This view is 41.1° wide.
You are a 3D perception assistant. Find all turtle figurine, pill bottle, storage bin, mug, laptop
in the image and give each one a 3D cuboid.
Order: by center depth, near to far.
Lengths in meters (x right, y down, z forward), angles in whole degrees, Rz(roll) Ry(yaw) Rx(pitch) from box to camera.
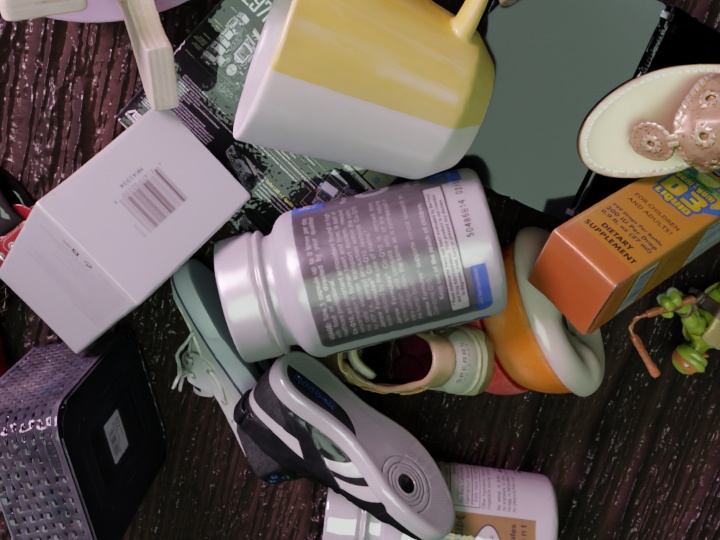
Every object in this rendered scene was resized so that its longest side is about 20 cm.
[{"bbox_3d":[0.013,-0.138,0.651,0.153,0.187,0.150,20,76,-14],"label":"mug"},{"bbox_3d":[0.000,0.000,0.716,0.200,0.114,0.114,-14,105,2],"label":"pill bottle"},{"bbox_3d":[0.179,-0.134,0.763,0.103,0.200,0.178,36,111,36],"label":"laptop"},{"bbox_3d":[-0.246,0.147,0.816,0.094,0.200,0.135,-11,105,6],"label":"storage bin"},{"bbox_3d":[0.320,0.036,0.821,0.200,0.064,0.161,30,103,-28],"label":"turtle figurine"},{"bbox_3d":[0.069,0.230,0.866,0.200,0.114,0.115,7,107,2],"label":"pill bottle"}]

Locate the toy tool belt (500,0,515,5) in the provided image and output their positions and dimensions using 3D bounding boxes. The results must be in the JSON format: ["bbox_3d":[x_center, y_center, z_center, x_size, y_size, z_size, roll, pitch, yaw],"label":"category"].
[{"bbox_3d":[0.032,-0.250,0.692,0.200,0.125,0.123,9,116,38],"label":"toy tool belt"}]

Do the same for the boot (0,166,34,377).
[{"bbox_3d":[-0.322,0.015,0.853,0.144,0.072,0.200,-19,101,7],"label":"boot"}]

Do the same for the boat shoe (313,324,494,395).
[{"bbox_3d":[0.018,0.064,0.792,0.066,0.200,0.074,9,82,-40],"label":"boat shoe"}]

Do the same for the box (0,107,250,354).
[{"bbox_3d":[-0.191,-0.026,0.749,0.097,0.200,0.124,47,60,-9],"label":"box"}]

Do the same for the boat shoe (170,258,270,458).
[{"bbox_3d":[-0.133,0.089,0.865,0.086,0.075,0.202,-24,113,13],"label":"boat shoe"}]

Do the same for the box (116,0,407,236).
[{"bbox_3d":[-0.065,-0.118,0.787,0.200,0.086,0.164,43,104,-9],"label":"box"}]

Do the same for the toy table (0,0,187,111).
[{"bbox_3d":[-0.155,-0.217,0.655,0.200,0.117,0.184,-24,135,-12],"label":"toy table"}]

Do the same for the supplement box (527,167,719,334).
[{"bbox_3d":[0.224,-0.032,0.740,0.067,0.200,0.069,46,145,23],"label":"supplement box"}]

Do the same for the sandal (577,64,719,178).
[{"bbox_3d":[0.261,-0.108,0.671,0.211,0.070,0.078,-10,104,8],"label":"sandal"}]

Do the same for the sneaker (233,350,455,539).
[{"bbox_3d":[-0.020,0.165,0.814,0.200,0.073,0.112,45,127,-1],"label":"sneaker"}]

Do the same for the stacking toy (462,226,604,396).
[{"bbox_3d":[0.095,0.061,0.822,0.200,0.146,0.146,-23,104,25],"label":"stacking toy"}]
